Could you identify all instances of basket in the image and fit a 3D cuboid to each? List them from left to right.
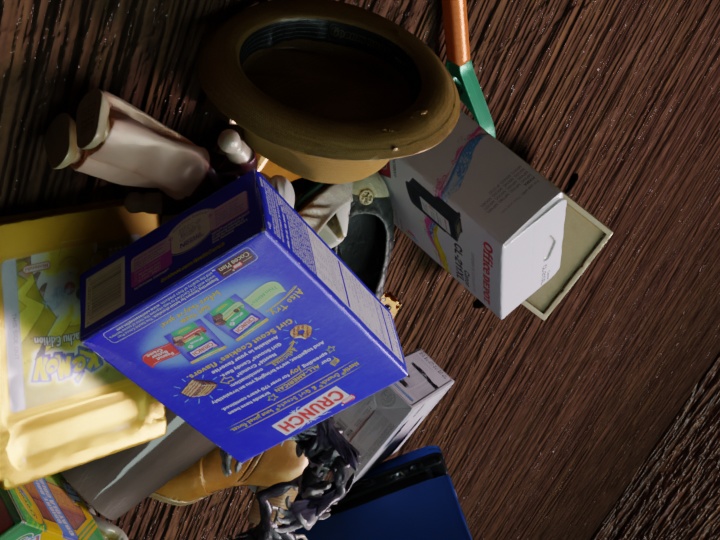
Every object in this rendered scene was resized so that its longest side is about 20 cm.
[{"bbox_3d":[-0.180,0.115,1.089,0.200,0.136,0.181,-40,145,-7],"label":"basket"}]

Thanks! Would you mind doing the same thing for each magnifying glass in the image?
[{"bbox_3d":[0.097,-0.188,1.169,0.022,0.080,0.201,-34,141,-18],"label":"magnifying glass"}]

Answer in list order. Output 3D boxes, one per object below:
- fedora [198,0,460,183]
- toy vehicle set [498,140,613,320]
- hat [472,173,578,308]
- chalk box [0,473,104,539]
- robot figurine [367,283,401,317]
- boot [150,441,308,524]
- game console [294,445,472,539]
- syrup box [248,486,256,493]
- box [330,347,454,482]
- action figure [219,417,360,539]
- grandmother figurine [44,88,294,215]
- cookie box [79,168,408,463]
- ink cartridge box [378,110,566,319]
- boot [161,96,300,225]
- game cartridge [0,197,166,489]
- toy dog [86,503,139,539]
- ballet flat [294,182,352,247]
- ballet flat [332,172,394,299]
[{"bbox_3d":[-0.027,-0.124,0.915,0.200,0.201,0.082,-27,149,-36],"label":"fedora"},{"bbox_3d":[0.162,-0.054,1.326,0.125,0.199,0.027,-51,-170,11],"label":"toy vehicle set"},{"bbox_3d":[0.172,-0.053,1.439,0.201,0.081,0.201,-53,177,-4],"label":"hat"},{"bbox_3d":[-0.316,0.197,0.975,0.123,0.125,0.200,-35,155,-1],"label":"chalk box"},{"bbox_3d":[-0.042,0.086,1.280,0.058,0.145,0.201,32,100,-27],"label":"robot figurine"},{"bbox_3d":[-0.142,0.162,1.204,0.071,0.199,0.146,-111,-141,-77],"label":"boot"},{"bbox_3d":[0.013,0.281,1.309,0.198,0.120,0.171,-20,177,1],"label":"game console"},{"bbox_3d":[-0.061,0.168,1.388,0.201,0.079,0.081,-52,168,9],"label":"syrup box"},{"bbox_3d":[0.028,0.157,1.333,0.117,0.060,0.200,-52,169,12],"label":"box"},{"bbox_3d":[-0.065,0.195,1.116,0.101,0.119,0.202,-9,125,-40],"label":"action figure"},{"bbox_3d":[-0.125,-0.074,0.897,0.120,0.061,0.199,-15,154,41],"label":"grandmother figurine"},{"bbox_3d":[-0.087,0.043,0.930,0.170,0.076,0.200,-29,132,16],"label":"cookie box"},{"bbox_3d":[0.096,-0.070,1.171,0.083,0.200,0.146,-39,153,-16],"label":"ink cartridge box"},{"bbox_3d":[-0.082,-0.079,1.024,0.143,0.071,0.203,-7,127,-45],"label":"boot"},{"bbox_3d":[-0.223,0.052,0.932,0.175,0.032,0.203,-15,108,-48],"label":"game cartridge"},{"bbox_3d":[-0.257,0.310,1.182,0.199,0.193,0.141,15,103,-55],"label":"toy dog"},{"bbox_3d":[-0.048,-0.034,1.092,0.067,0.063,0.200,-34,-173,35],"label":"ballet flat"},{"bbox_3d":[0.000,0.000,1.179,0.057,0.066,0.203,-136,-129,-80],"label":"ballet flat"}]
